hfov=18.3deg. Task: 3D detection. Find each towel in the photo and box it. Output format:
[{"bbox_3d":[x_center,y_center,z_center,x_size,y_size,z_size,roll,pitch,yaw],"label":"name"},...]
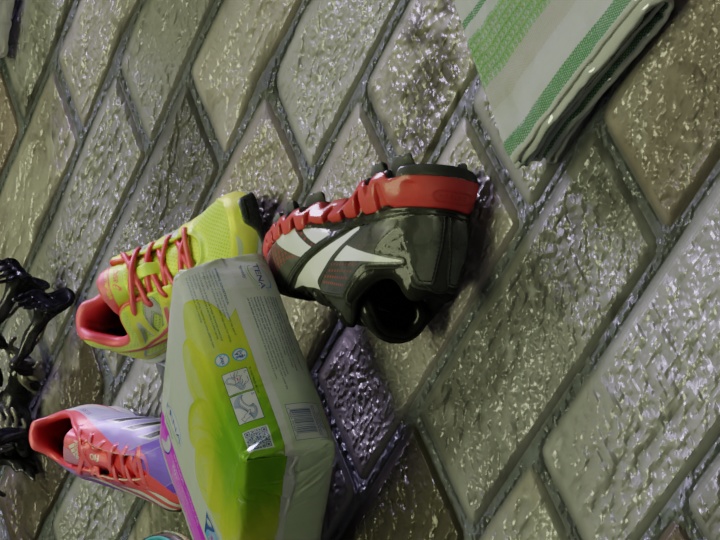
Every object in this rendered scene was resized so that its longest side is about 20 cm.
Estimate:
[{"bbox_3d":[0.103,-0.175,1.234,0.149,0.031,0.201,-51,43,41],"label":"towel"}]

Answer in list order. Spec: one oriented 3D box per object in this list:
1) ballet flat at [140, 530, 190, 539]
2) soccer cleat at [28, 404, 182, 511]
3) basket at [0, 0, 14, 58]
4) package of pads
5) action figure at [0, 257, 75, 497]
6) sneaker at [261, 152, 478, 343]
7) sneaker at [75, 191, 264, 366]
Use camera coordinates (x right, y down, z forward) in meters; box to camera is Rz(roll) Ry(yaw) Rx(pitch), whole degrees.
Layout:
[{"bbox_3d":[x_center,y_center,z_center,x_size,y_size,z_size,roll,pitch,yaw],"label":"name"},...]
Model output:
[{"bbox_3d":[-0.143,0.221,1.558,0.200,0.070,0.071,-18,71,54],"label":"ballet flat"},{"bbox_3d":[-0.171,0.132,1.607,0.200,0.073,0.069,9,94,60],"label":"soccer cleat"},{"bbox_3d":[-0.395,-0.303,1.957,0.198,0.160,0.201,27,108,58],"label":"basket"},{"bbox_3d":[-0.073,0.104,1.400,0.200,0.068,0.155,101,152,-51],"label":"package of pads"},{"bbox_3d":[-0.300,0.093,1.807,0.119,0.102,0.201,40,120,40],"label":"action figure"},{"bbox_3d":[0.000,0.000,1.336,0.200,0.070,0.099,-21,66,55],"label":"sneaker"},{"bbox_3d":[-0.132,0.010,1.541,0.200,0.090,0.079,-46,47,45],"label":"sneaker"}]
